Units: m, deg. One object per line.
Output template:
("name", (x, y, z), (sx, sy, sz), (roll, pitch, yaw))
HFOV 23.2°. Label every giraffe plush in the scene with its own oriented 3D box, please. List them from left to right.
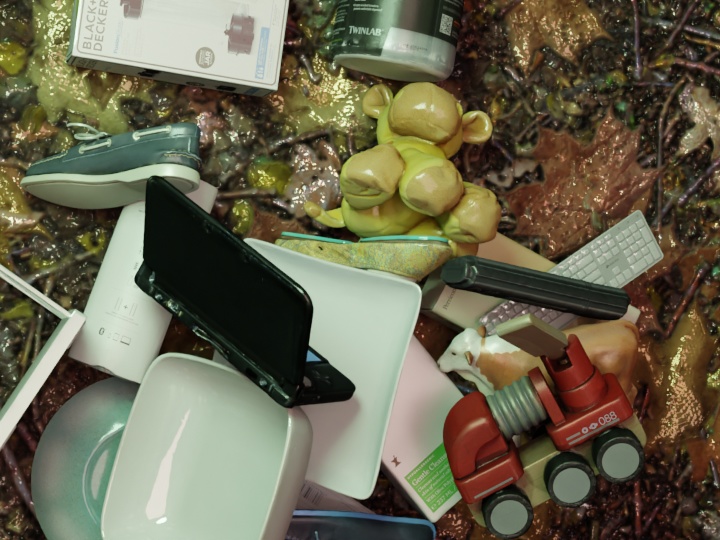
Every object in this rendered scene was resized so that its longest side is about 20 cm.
("giraffe plush", (0.055, -0.106, 1.672), (0.172, 0.200, 0.163), (29, 65, -21))

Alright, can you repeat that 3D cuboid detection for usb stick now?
("usb stick", (0.166, 0.017, 1.641), (0.198, 0.055, 0.033), (12, 84, -31))

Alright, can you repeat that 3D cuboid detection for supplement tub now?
("supplement tub", (0.045, -0.290, 1.680), (0.121, 0.122, 0.202), (11, 88, -14))

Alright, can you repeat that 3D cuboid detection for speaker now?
("speaker", (-0.203, 0.001, 1.637), (0.081, 0.081, 0.202), (21, 85, -14))

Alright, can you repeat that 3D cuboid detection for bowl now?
("bowl", (-0.129, 0.187, 1.576), (0.074, 0.199, 0.202), (16, 92, -51))

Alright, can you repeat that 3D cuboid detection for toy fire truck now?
("toy fire truck", (0.147, 0.122, 1.578), (0.175, 0.129, 0.201), (-27, 108, 5))

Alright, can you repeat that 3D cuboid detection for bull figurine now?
("bull figurine", (0.174, 0.103, 1.669), (0.198, 0.065, 0.123), (-8, 117, -6))

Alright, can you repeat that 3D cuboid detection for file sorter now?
("file sorter", (-0.333, 0.066, 1.546), (0.124, 0.200, 0.139), (35, 82, -8))

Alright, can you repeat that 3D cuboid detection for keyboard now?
("keyboard", (0.207, 0.017, 1.707), (0.199, 0.011, 0.057), (-34, 99, -12))

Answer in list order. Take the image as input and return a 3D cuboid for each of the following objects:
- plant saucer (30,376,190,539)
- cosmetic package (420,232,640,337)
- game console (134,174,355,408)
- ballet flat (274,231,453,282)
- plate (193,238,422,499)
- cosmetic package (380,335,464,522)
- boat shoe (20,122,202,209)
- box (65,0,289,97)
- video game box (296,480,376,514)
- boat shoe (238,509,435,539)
("plant saucer", (-0.211, 0.200, 1.658), (0.199, 0.039, 0.203), (0, 90, -15))
("cosmetic package", (0.165, 0.039, 1.739), (0.199, 0.071, 0.106), (27, 84, -13))
("game console", (-0.092, 0.017, 1.527), (0.199, 0.175, 0.117), (38, 107, 25))
("ballet flat", (0.000, 0.000, 1.647), (0.070, 0.198, 0.072), (-5, 96, -55))
("plate", (-0.046, 0.089, 1.617), (0.198, 0.032, 0.202), (15, 91, 28))
("cosmetic package", (0.037, 0.132, 1.700), (0.107, 0.085, 0.200), (-42, 101, -7))
("boat shoe", (-0.227, -0.099, 1.594), (0.075, 0.198, 0.063), (25, 66, -48))
("box", (-0.172, -0.238, 1.655), (0.198, 0.060, 0.118), (9, 88, -14))
("video game box", (-0.056, 0.298, 1.689), (0.199, 0.047, 0.183), (36, 80, -17))
("boat shoe", (-0.019, 0.260, 1.631), (0.198, 0.084, 0.069), (7, 79, -17))
